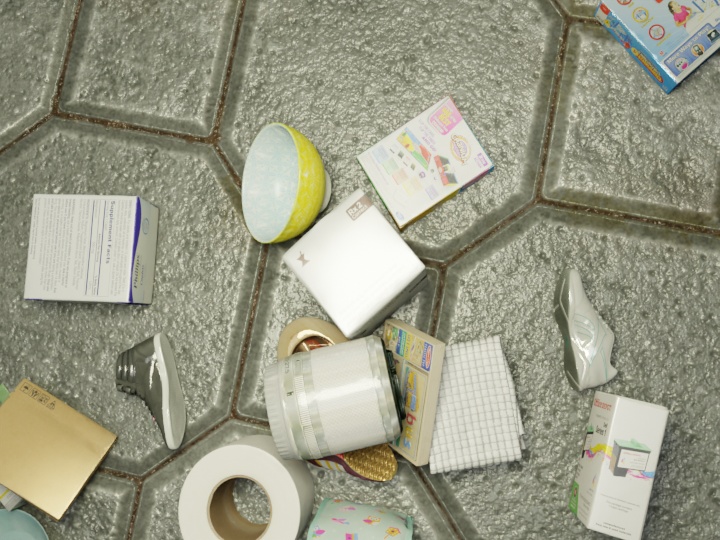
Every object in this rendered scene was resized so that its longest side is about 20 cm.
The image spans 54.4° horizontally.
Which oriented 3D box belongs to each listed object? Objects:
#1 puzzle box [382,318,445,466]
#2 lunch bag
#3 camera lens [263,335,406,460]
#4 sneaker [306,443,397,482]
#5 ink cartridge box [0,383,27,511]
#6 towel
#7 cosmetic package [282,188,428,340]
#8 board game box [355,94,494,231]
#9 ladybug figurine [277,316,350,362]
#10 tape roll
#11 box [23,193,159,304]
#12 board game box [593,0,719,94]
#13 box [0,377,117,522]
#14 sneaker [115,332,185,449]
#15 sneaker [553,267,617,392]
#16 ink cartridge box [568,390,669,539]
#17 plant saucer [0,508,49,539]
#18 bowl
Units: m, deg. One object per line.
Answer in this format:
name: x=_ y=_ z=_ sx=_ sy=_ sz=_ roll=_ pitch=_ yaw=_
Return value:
puzzle box: x=0.074 y=0.195 z=1.136 sx=0.025 sy=0.132 sz=0.205 roll=-1 pitch=104 yaw=-35
lunch bag: x=-0.001 y=0.441 z=1.100 sx=0.167 sy=0.200 sz=0.125 roll=9 pitch=84 yaw=6
camera lens: x=-0.035 y=0.196 z=1.076 sx=0.196 sy=0.160 sz=0.163 roll=-13 pitch=82 yaw=1
sneaker: x=-0.033 y=0.302 z=1.181 sx=0.197 sy=0.090 sz=0.076 roll=23 pitch=65 yaw=0
ink cartridge box: x=-0.633 y=0.312 z=1.250 sx=0.104 sy=0.059 sz=0.200 roll=-42 pitch=82 yaw=0
towel: x=0.177 y=0.223 z=1.166 sx=0.162 sy=0.086 sz=0.204 roll=-12 pitch=81 yaw=3
cosmetic package: x=0.000 y=0.000 z=1.146 sx=0.164 sy=0.200 sz=0.166 roll=-41 pitch=80 yaw=1
board game box: x=0.113 y=-0.188 z=1.236 sx=0.198 sy=0.040 sz=0.155 roll=-32 pitch=82 yaw=2
ladybug figurine: x=-0.060 y=0.171 z=1.198 sx=0.135 sy=0.072 sz=0.201 roll=-37 pitch=82 yaw=-1
tape roll: x=-0.183 y=0.382 z=1.156 sx=0.198 sy=0.139 sz=0.208 roll=-1 pitch=84 yaw=6
box: x=-0.475 y=-0.035 z=1.249 sx=0.195 sy=0.105 sz=0.188 roll=2 pitch=84 yaw=7
board game box: x=0.546 y=-0.449 z=1.212 sx=0.199 sy=0.056 sz=0.197 roll=-40 pitch=81 yaw=1
box: x=-0.551 y=0.306 z=1.209 sx=0.198 sy=0.021 sz=0.165 roll=32 pitch=58 yaw=-1
sneaker: x=-0.371 y=0.221 z=1.231 sx=0.097 sy=0.071 sz=0.204 roll=-16 pitch=77 yaw=6
sneaker: x=0.375 y=0.094 z=1.171 sx=0.078 sy=0.070 sz=0.205 roll=-9 pitch=89 yaw=-4
ink cartridge box: x=0.401 y=0.299 z=1.100 sx=0.082 sy=0.145 sz=0.204 roll=14 pitch=85 yaw=7
plant saucer: x=-0.617 y=0.524 z=1.227 sx=0.196 sy=0.039 sz=0.205 roll=-3 pitch=73 yaw=10
bowl: x=-0.114 y=-0.144 z=1.210 sx=0.106 sy=0.198 sz=0.205 roll=4 pitch=82 yaw=-36
